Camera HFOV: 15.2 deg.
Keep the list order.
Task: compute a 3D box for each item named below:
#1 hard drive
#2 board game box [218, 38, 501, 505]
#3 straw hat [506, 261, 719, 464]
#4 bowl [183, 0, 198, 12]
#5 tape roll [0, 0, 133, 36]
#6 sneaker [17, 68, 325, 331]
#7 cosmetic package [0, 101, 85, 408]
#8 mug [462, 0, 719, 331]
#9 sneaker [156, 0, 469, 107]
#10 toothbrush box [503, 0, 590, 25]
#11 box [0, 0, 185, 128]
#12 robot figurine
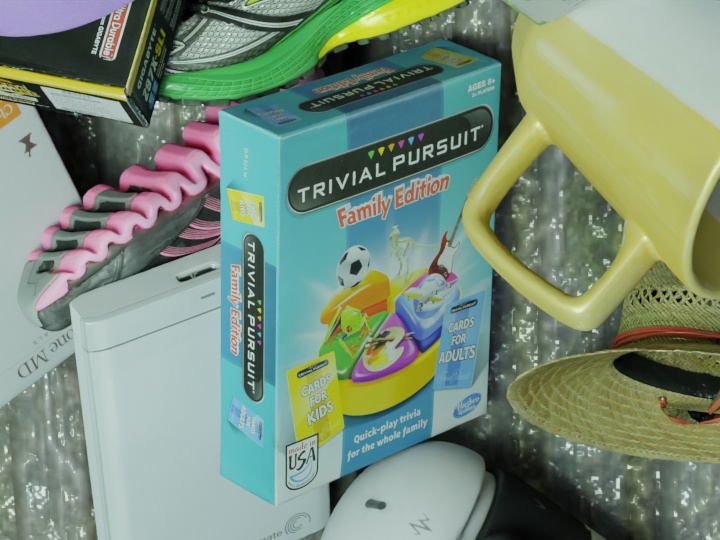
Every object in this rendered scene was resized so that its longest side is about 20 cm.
[{"bbox_3d":[-0.080,0.077,1.406,0.027,0.132,0.200,47,149,43],"label":"hard drive"},{"bbox_3d":[0.000,0.000,1.355,0.047,0.151,0.200,26,125,41],"label":"board game box"},{"bbox_3d":[0.177,0.033,1.359,0.201,0.201,0.085,2,71,15],"label":"straw hat"},{"bbox_3d":[-0.113,-0.202,1.391,0.200,0.039,0.201,5,110,14],"label":"bowl"},{"bbox_3d":[-0.155,-0.212,1.239,0.200,0.066,0.201,-6,71,18],"label":"tape roll"},{"bbox_3d":[-0.082,-0.020,1.390,0.200,0.079,0.095,-37,115,-14],"label":"sneaker"},{"bbox_3d":[-0.208,-0.038,1.397,0.071,0.101,0.200,27,148,50],"label":"cosmetic package"},{"bbox_3d":[0.140,-0.082,1.283,0.153,0.186,0.150,41,143,28],"label":"mug"},{"bbox_3d":[-0.039,-0.145,1.335,0.200,0.078,0.085,-26,118,-11],"label":"sneaker"},{"bbox_3d":[0.097,-0.239,1.244,0.145,0.086,0.200,-26,64,22],"label":"toothbrush box"},{"bbox_3d":[-0.155,-0.180,1.305,0.159,0.049,0.200,11,74,14],"label":"box"},{"bbox_3d":[0.071,0.177,1.413,0.200,0.125,0.150,35,119,-9],"label":"robot figurine"}]
